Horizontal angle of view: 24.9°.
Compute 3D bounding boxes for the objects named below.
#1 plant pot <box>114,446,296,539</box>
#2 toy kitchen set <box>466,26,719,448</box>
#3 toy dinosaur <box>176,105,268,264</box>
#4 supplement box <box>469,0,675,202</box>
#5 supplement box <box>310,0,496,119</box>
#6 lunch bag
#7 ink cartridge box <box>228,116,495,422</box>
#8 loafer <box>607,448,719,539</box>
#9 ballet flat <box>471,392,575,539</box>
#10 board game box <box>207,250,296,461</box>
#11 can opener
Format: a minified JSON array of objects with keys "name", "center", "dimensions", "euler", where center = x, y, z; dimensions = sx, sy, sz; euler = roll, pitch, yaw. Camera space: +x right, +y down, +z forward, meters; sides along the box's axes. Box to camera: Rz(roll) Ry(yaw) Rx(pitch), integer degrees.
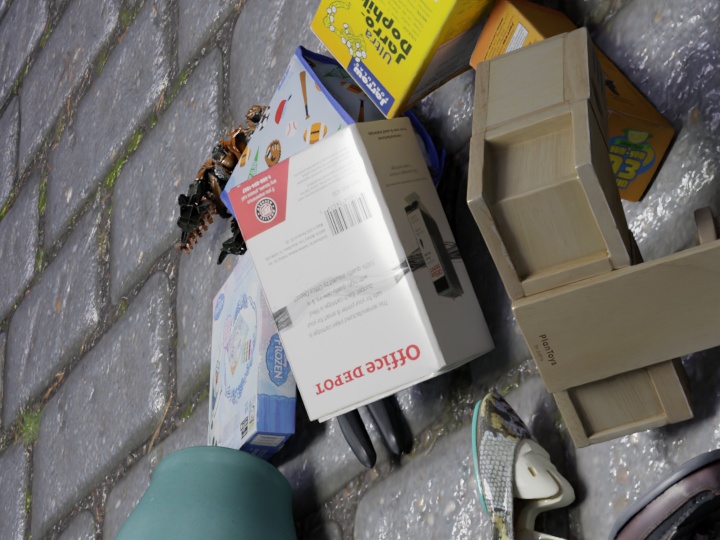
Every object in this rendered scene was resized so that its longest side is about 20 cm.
[{"name":"plant pot","center":[-0.137,0.271,1.455],"dimensions":[0.200,0.198,0.189],"euler":[-49,23,44]},{"name":"toy kitchen set","center":[0.180,-0.033,1.041],"dimensions":[0.162,0.201,0.181],"euler":[-17,31,17]},{"name":"toy dinosaur","center":[-0.140,-0.084,1.746],"dimensions":[0.137,0.101,0.201],"euler":[-85,5,-47]},{"name":"supplement box","center":[0.150,-0.129,1.191],"dimensions":[0.069,0.066,0.200],"euler":[-66,28,22]},{"name":"supplement box","center":[0.056,-0.232,1.284],"dimensions":[0.110,0.108,0.200],"euler":[49,148,11]},{"name":"lunch bag","center":[-0.013,-0.066,1.418],"dimensions":[0.171,0.123,0.200],"euler":[-62,37,24]},{"name":"ink cartridge box","center":[0.000,0.000,1.291],"dimensions":[0.146,0.083,0.202],"euler":[-24,84,37]},{"name":"loafer","center":[0.184,0.185,1.011],"dimensions":[0.063,0.071,0.201],"euler":[60,141,26]},{"name":"ballet flat","center":[0.120,0.180,1.141],"dimensions":[0.072,0.071,0.203],"euler":[-34,50,54]},{"name":"board game box","center":[-0.106,0.090,1.593],"dimensions":[0.200,0.043,0.201],"euler":[132,141,-62]},{"name":"can opener","center":[-0.008,0.102,1.431],"dimensions":[0.063,0.079,0.200],"euler":[-35,36,-3]}]
